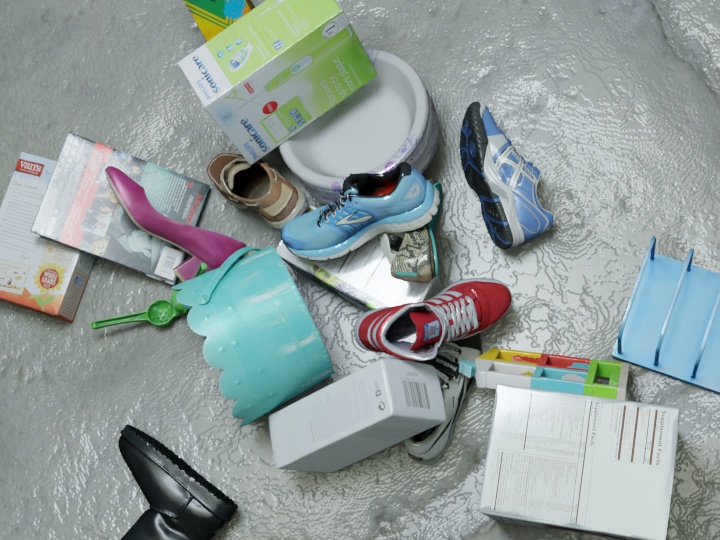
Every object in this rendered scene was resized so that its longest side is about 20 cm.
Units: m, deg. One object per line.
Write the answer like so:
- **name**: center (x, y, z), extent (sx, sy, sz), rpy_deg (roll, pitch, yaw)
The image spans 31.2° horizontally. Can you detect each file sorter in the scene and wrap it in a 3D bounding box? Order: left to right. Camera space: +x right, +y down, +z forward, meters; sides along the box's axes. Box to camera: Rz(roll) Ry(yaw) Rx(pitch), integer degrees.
- **file sorter**: center (0.410, 0.058, 1.506), extent (0.199, 0.123, 0.139), rpy_deg (19, 80, 16)

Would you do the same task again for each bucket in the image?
- **bucket**: center (-0.129, 0.076, 1.574), extent (0.134, 0.207, 0.208), rpy_deg (-26, 72, -7)

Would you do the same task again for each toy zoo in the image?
- **toy zoo**: center (0.215, 0.122, 1.526), extent (0.199, 0.131, 0.021), rpy_deg (6, 100, 13)

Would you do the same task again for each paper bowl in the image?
- **paper bowl**: center (0.003, -0.172, 1.646), extent (0.200, 0.104, 0.201), rpy_deg (-8, 63, 16)

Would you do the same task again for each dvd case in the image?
- **dvd case**: center (-0.316, -0.081, 1.702), extent (0.199, 0.022, 0.147), rpy_deg (20, 80, -8)

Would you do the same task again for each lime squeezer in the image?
- **lime squeezer**: center (-0.253, 0.038, 1.665), extent (0.200, 0.071, 0.038), rpy_deg (-26, 45, 28)

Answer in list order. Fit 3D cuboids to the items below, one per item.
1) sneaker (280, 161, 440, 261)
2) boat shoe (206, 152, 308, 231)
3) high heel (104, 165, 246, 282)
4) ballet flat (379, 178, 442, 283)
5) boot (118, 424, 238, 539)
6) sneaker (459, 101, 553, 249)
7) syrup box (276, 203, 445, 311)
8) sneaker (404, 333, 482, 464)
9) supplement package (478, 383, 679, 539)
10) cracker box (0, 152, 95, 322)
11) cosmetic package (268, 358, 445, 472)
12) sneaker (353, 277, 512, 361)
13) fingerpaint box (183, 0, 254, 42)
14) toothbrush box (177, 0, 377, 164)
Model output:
- **sneaker**: center (-0.010, -0.081, 1.544), extent (0.199, 0.090, 0.079), rpy_deg (-21, 43, 16)
- **boat shoe**: center (-0.143, -0.117, 1.654), extent (0.200, 0.072, 0.076), rpy_deg (27, 81, 48)
- **high heel**: center (-0.240, -0.073, 1.667), extent (0.096, 0.067, 0.200), rpy_deg (-39, 98, -4)
- **ballet flat**: center (0.061, -0.054, 1.585), extent (0.075, 0.068, 0.200), rpy_deg (-1, 35, 6)
- **boot**: center (-0.264, 0.310, 1.609), extent (0.198, 0.073, 0.163), rpy_deg (36, 88, 17)
- **sneaker**: center (0.181, -0.124, 1.635), extent (0.077, 0.076, 0.201), rpy_deg (-12, 73, -15)
- **syrup box**: center (0.000, 0.000, 1.627), extent (0.199, 0.079, 0.082), rpy_deg (28, 83, 17)
- **sneaker**: center (0.098, 0.134, 1.570), extent (0.074, 0.089, 0.201), rpy_deg (10, 77, 15)
- **supplement package**: center (0.250, 0.224, 1.459), extent (0.199, 0.191, 0.148), rpy_deg (7, 79, 14)
- **cracker box**: center (-0.422, -0.045, 1.736), extent (0.133, 0.058, 0.201), rpy_deg (16, 80, 13)
- **cosmetic package**: center (-0.006, 0.175, 1.525), extent (0.200, 0.101, 0.074), rpy_deg (-28, 62, 36)
- **sneaker**: center (0.099, 0.057, 1.510), extent (0.199, 0.112, 0.072), rpy_deg (-16, 95, -13)
- **fingerpaint box**: center (-0.169, -0.322, 1.681), extent (0.073, 0.200, 0.167), rpy_deg (-31, 72, 3)
- **toothbrush box**: center (-0.098, -0.245, 1.573), extent (0.200, 0.146, 0.086), rpy_deg (-34, 60, 1)
